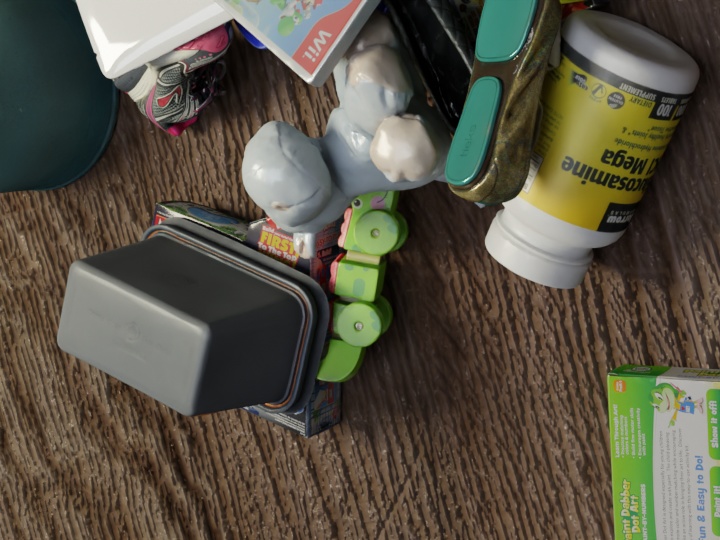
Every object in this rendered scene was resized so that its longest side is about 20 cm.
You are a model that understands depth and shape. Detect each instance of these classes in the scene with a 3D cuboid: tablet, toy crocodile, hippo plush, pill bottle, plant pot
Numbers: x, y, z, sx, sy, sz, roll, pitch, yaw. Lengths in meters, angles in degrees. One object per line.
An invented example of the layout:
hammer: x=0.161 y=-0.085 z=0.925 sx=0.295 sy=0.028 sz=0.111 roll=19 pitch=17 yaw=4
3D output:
tablet: x=-0.144 y=-0.250 z=1.642 sx=0.200 sy=0.014 sz=0.130 roll=-24 pitch=79 yaw=22
toy crocodile: x=0.000 y=0.000 z=1.721 sx=0.062 sy=0.068 sz=0.200 roll=12 pitch=100 yaw=8
hippo plush: x=-0.019 y=-0.108 z=1.624 sx=0.161 sy=0.200 sz=0.159 roll=-23 pitch=77 yaw=12
pill bottle: x=0.174 y=-0.091 z=1.592 sx=0.112 sy=0.112 sz=0.200 roll=32 pitch=115 yaw=20
plant pot: x=-0.352 y=-0.156 z=1.827 sx=0.200 sy=0.188 sz=0.200 roll=7 pitch=104 yaw=28

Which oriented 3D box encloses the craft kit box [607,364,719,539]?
craft kit box: x=0.297 y=0.179 z=1.622 sx=0.197 sy=0.049 sz=0.200 roll=2 pitch=101 yaw=26

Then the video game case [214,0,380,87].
video game case: x=-0.057 y=-0.252 z=1.567 sx=0.200 sy=0.017 sz=0.143 roll=43 pitch=105 yaw=30

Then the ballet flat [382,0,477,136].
ballet flat: x=0.059 y=-0.160 z=1.567 sx=0.066 sy=0.057 sz=0.200 roll=-25 pitch=94 yaw=46

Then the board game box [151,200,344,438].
board game box: x=-0.093 y=0.015 z=1.793 sx=0.200 sy=0.062 sz=0.200 roll=23 pitch=110 yaw=23

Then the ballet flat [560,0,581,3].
ballet flat: x=0.112 y=-0.238 z=1.574 sx=0.200 sy=0.067 sz=0.067 roll=6 pitch=102 yaw=28

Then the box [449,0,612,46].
box: x=0.100 y=-0.276 z=1.635 sx=0.137 sy=0.040 sz=0.200 roll=-23 pitch=89 yaw=32

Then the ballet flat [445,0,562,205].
ballet flat: x=0.116 y=-0.144 z=1.524 sx=0.071 sy=0.071 sz=0.200 roll=13 pitch=85 yaw=26

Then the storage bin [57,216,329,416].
storage bin: x=-0.152 y=0.054 z=1.709 sx=0.200 sy=0.134 sz=0.146 roll=25 pitch=112 yaw=31

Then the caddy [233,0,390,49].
caddy: x=-0.043 y=-0.273 z=1.679 sx=0.141 sy=0.105 sz=0.200 roll=-24 pitch=80 yaw=49

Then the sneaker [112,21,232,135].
sneaker: x=-0.144 y=-0.173 z=1.741 sx=0.075 sy=0.081 sz=0.200 roll=50 pitch=161 yaw=-6
